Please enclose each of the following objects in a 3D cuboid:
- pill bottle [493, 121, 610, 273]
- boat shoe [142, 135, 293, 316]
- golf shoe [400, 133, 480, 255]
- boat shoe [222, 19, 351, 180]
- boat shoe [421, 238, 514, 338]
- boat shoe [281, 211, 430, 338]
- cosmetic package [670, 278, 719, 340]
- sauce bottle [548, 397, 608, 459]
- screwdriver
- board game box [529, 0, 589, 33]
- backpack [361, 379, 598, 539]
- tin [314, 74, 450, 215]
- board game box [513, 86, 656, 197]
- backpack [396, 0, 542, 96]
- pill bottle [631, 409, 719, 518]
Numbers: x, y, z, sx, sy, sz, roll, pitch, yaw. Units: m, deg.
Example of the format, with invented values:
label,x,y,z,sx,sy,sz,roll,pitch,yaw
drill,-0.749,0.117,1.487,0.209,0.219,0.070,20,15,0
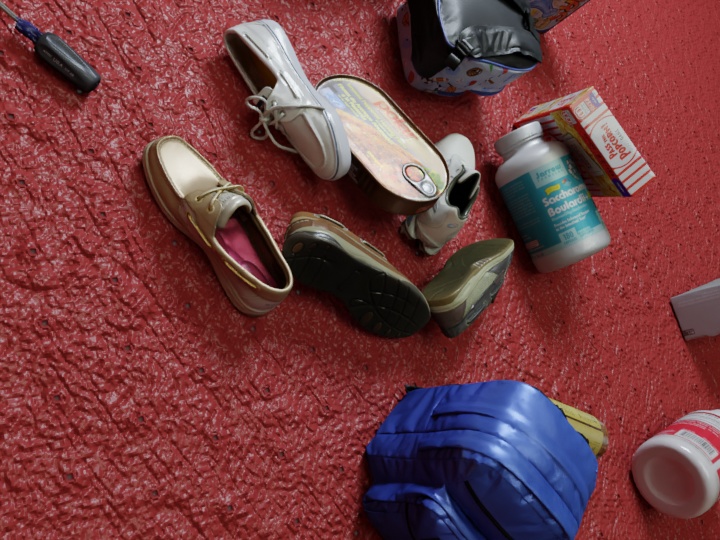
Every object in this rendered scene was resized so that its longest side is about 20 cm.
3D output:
label,x,y,z,sx,sy,sz,roll,pitch,yaw
pill bottle,0.262,-0.105,0.912,0.111,0.111,0.200,-24,88,-41
boat shoe,-0.129,-0.051,0.618,0.200,0.069,0.074,54,50,-7
golf shoe,0.126,-0.110,0.820,0.078,0.097,0.200,34,54,-21
boat shoe,-0.090,-0.181,0.697,0.086,0.075,0.202,-26,87,-41
boat shoe,0.139,0.018,0.802,0.201,0.072,0.066,-37,117,-50
boat shoe,0.000,0.000,0.694,0.200,0.076,0.074,38,25,-33
cosmetic package,0.658,0.057,1.154,0.200,0.107,0.090,-8,78,-41
sauce bottle,0.222,0.186,0.797,0.200,0.066,0.066,26,58,-26
screwdriver,-0.321,-0.234,0.576,0.200,0.029,0.028,39,54,-14
board game box,0.335,-0.471,1.052,0.135,0.200,0.035,-3,74,-37
backpack,0.116,0.206,0.619,0.163,0.200,0.168,46,51,-14
tin,0.020,-0.149,0.758,0.112,0.042,0.200,-32,75,-32
board game box,0.317,-0.178,0.935,0.046,0.200,0.152,-39,99,-1
backpack,0.151,-0.328,0.889,0.190,0.154,0.200,3,76,-28
pill bottle,0.494,0.272,0.939,0.200,0.112,0.112,-11,79,-39
